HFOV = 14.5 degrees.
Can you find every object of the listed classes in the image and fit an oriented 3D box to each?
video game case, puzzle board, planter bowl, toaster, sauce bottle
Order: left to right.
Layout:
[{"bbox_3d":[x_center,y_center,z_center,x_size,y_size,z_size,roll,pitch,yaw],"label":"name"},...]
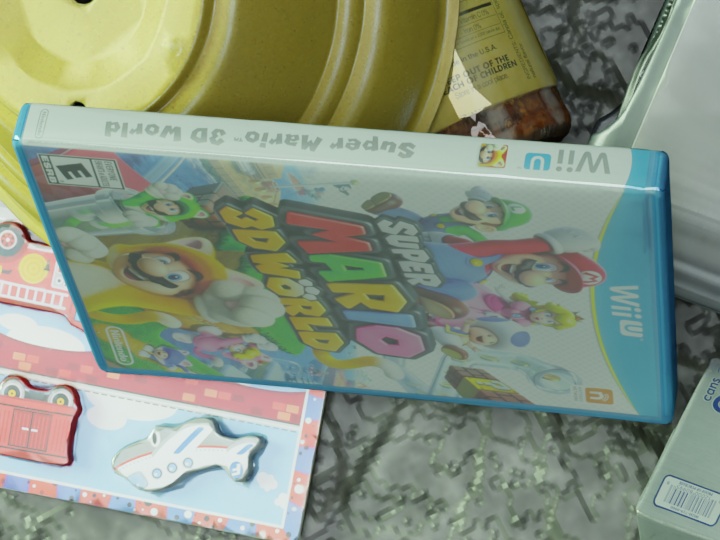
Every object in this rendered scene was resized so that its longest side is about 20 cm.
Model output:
[{"bbox_3d":[-0.105,0.003,0.994,0.198,0.017,0.152,10,89,6],"label":"puzzle board"},{"bbox_3d":[-0.074,-0.091,0.919,0.199,0.083,0.202,2,95,21],"label":"planter bowl"},{"bbox_3d":[0.000,0.000,0.902,0.198,0.143,0.018,5,59,10],"label":"video game case"},{"bbox_3d":[0.005,-0.125,0.965,0.066,0.066,0.201,-24,84,4],"label":"sauce bottle"},{"bbox_3d":[0.146,-0.053,0.922,0.128,0.114,0.201,23,97,4],"label":"toaster"}]

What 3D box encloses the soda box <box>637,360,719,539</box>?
[{"bbox_3d":[0.190,0.100,0.891,0.199,0.068,0.064,19,62,22],"label":"soda box"}]
